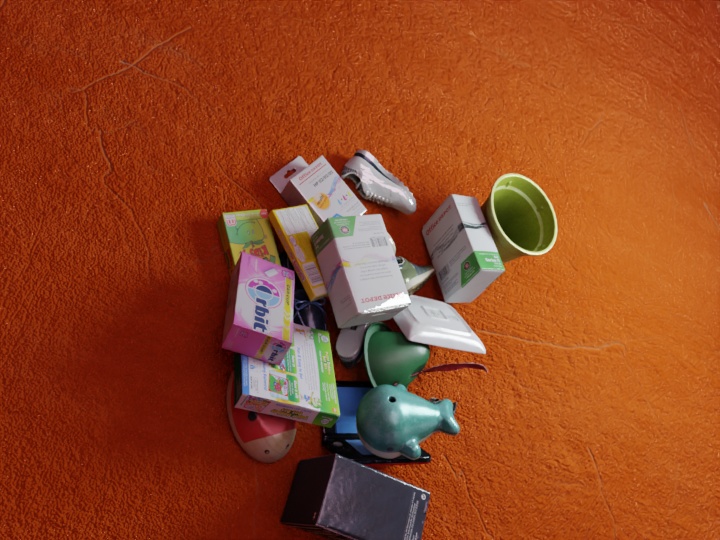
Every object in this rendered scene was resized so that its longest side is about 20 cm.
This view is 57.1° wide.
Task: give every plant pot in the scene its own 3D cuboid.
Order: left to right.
[{"bbox_3d":[0.340,-0.098,1.600,0.195,0.184,0.207,11,64,-24],"label":"plant pot"}]

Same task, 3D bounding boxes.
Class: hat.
[{"bbox_3d":[0.125,0.164,1.333,0.198,0.172,0.171,-8,80,-61],"label":"hat"}]

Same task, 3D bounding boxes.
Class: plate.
[{"bbox_3d":[0.157,0.104,1.428,0.194,0.033,0.200,13,19,-23],"label":"plate"}]

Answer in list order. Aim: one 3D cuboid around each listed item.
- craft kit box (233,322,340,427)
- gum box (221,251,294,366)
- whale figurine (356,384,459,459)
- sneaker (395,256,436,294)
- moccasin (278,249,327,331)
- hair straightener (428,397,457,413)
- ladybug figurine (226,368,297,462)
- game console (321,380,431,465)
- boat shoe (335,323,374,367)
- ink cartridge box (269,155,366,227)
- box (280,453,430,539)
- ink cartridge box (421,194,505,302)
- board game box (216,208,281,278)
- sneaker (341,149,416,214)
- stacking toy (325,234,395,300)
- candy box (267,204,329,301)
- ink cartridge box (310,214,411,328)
[{"bbox_3d":[-0.139,0.177,1.221,0.192,0.049,0.203,16,38,-24],"label":"craft kit box"},{"bbox_3d":[-0.185,0.063,1.218,0.111,0.067,0.203,20,37,-21],"label":"gum box"},{"bbox_3d":[0.089,0.269,1.231,0.193,0.106,0.162,-2,42,-7],"label":"whale figurine"},{"bbox_3d":[0.103,0.001,1.463,0.090,0.067,0.199,45,23,9],"label":"sneaker"},{"bbox_3d":[-0.122,0.049,1.353,0.079,0.068,0.204,-22,81,-33],"label":"moccasin"},{"bbox_3d":[0.146,0.286,1.376,0.077,0.041,0.198,49,27,24],"label":"hair straightener"},{"bbox_3d":[-0.179,0.251,1.233,0.132,0.072,0.206,-11,75,-31],"label":"ladybug figurine"},{"bbox_3d":[0.028,0.298,1.304,0.194,0.171,0.123,6,92,-25],"label":"game console"},{"bbox_3d":[0.002,0.108,1.402,0.069,0.064,0.204,16,61,20],"label":"boat shoe"},{"bbox_3d":[-0.095,-0.168,1.461,0.201,0.068,0.115,49,55,-1],"label":"ink cartridge box"},{"bbox_3d":[-0.012,0.419,1.171,0.194,0.199,0.126,25,64,-16],"label":"box"},{"bbox_3d":[0.232,-0.050,1.523,0.081,0.147,0.205,2,58,-30],"label":"ink cartridge box"},{"bbox_3d":[-0.218,-0.018,1.342,0.099,0.048,0.206,-8,73,-31],"label":"board game box"},{"bbox_3d":[0.044,-0.190,1.554,0.198,0.076,0.081,38,68,-3],"label":"sneaker"},{"bbox_3d":[-0.013,-0.008,1.439,0.086,0.085,0.199,48,61,-1],"label":"stacking toy"},{"bbox_3d":[-0.107,-0.040,1.355,0.101,0.026,0.204,-12,70,-49],"label":"candy box"},{"bbox_3d":[0.000,0.000,1.331,0.142,0.087,0.205,-7,69,-38],"label":"ink cartridge box"}]
